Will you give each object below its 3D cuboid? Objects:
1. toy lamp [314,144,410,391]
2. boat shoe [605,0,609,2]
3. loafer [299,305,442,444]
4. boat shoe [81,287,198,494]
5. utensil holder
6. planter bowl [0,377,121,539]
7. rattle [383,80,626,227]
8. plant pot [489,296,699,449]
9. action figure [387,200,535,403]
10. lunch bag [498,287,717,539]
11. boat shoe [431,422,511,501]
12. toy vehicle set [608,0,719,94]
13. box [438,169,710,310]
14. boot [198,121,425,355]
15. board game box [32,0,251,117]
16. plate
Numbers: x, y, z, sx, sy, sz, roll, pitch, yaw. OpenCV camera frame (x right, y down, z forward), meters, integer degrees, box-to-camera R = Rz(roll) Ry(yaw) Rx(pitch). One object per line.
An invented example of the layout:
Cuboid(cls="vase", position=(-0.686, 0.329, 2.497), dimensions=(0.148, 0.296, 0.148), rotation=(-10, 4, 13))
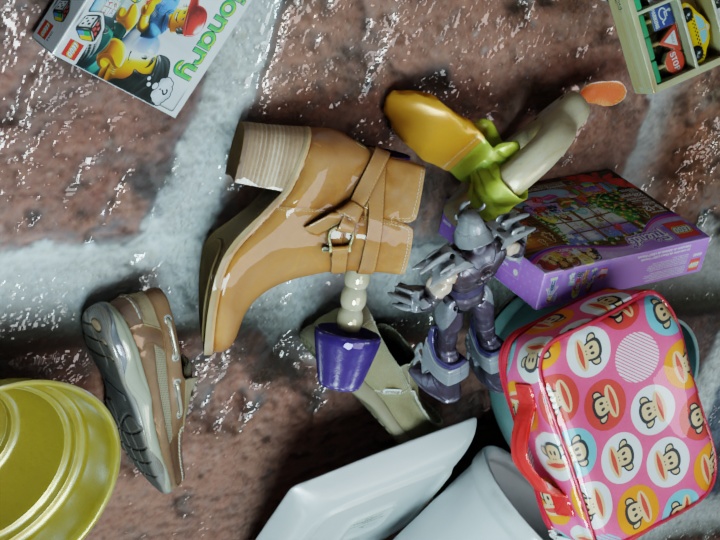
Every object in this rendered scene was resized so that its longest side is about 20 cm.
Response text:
Cuboid(cls="toy lamp", position=(0.000, 0.000, 1.527), dimensions=(0.058, 0.058, 0.200), rotation=(1, 105, -42))
Cuboid(cls="boat shoe", position=(0.254, -0.239, 1.601), dimensions=(0.074, 0.060, 0.200), rotation=(-54, 139, 7))
Cuboid(cls="loafer", position=(0.024, 0.093, 1.638), dimensions=(0.067, 0.076, 0.200), rotation=(-43, 139, 2))
Cuboid(cls="boat shoe", position=(-0.161, 0.097, 1.483), dimensions=(0.072, 0.076, 0.200), rotation=(-30, 137, -23))
Cuboid(cls="utensil holder", position=(0.102, 0.287, 1.707), dimensions=(0.200, 0.170, 0.170), rotation=(-44, 140, 13))
Cuboid(cls="planter bowl", position=(-0.287, 0.146, 1.401), dimensions=(0.200, 0.083, 0.200), rotation=(-22, 132, -27))
Cuboid(cls="rattle", position=(0.122, -0.139, 1.586), dimensions=(0.200, 0.143, 0.130), rotation=(-48, 174, -25))
Cuboid(cls="plant pot", position=(0.198, 0.094, 1.747), dimensions=(0.200, 0.134, 0.200), rotation=(-23, 133, -27))
Cuboid(cls="action figure", position=(0.083, 0.021, 1.529), dimensions=(0.130, 0.069, 0.200), rotation=(-20, 135, -20))
Cuboid(cls="lunch bag", position=(0.198, 0.128, 1.551), dimensions=(0.176, 0.082, 0.200), rotation=(-24, 104, -29))
Cuboid(cls="boat shoe", position=(0.147, 0.187, 1.829), dimensions=(0.200, 0.072, 0.076), rotation=(-25, 149, -23))
Cuboid(cls="toy vehicle set", position=(0.255, -0.260, 1.548), dimensions=(0.124, 0.027, 0.200), rotation=(-26, 107, -25))
Cuboid(cls="box", position=(0.189, -0.031, 1.643), dimensions=(0.200, 0.137, 0.039), rotation=(-12, 127, -36))
Cuboid(cls="boot", position=(-0.040, -0.013, 1.462), dimensions=(0.155, 0.074, 0.200), rotation=(12, 111, -16))
Cuboid(cls="board game box", position=(-0.126, -0.217, 1.306), dimensions=(0.126, 0.035, 0.200), rotation=(25, 102, -48))
Cuboid(cls="plate", position=(-0.002, 0.216, 1.679), dimensions=(0.200, 0.032, 0.200), rotation=(-19, 157, -31))
